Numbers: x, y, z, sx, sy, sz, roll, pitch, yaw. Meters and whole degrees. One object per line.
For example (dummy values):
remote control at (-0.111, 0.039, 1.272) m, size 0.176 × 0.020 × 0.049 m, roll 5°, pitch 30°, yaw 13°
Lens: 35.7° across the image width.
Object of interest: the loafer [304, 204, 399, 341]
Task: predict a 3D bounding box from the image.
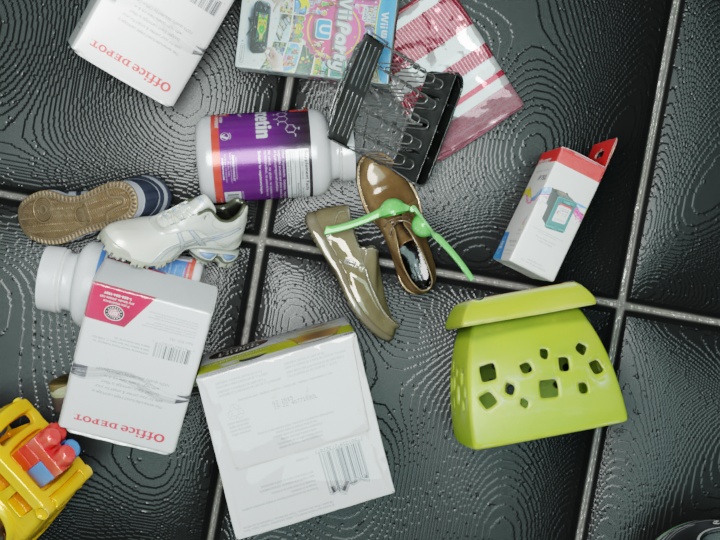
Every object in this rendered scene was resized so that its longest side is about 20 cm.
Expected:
loafer at (0.000, 0.000, 1.464) m, size 0.067 × 0.076 × 0.201 m, roll -31°, pitch 94°, yaw 4°

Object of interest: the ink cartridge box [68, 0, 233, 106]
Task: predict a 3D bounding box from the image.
ink cartridge box at (-0.253, -0.330, 1.397) m, size 0.145 × 0.084 × 0.201 m, roll 29°, pitch 97°, yaw -25°

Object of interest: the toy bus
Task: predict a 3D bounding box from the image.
toy bus at (-0.431, 0.227, 1.374) m, size 0.200 × 0.136 × 0.192 m, roll 48°, pitch 122°, yaw -3°

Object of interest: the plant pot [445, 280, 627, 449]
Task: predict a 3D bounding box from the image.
plant pot at (0.209, 0.116, 1.428) m, size 0.198 × 0.200 × 0.183 m, roll -9°, pitch 87°, yaw -3°

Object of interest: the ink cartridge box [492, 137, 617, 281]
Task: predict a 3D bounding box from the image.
ink cartridge box at (0.253, -0.090, 1.458) m, size 0.067 × 0.116 × 0.201 m, roll 25°, pitch 90°, yaw -4°

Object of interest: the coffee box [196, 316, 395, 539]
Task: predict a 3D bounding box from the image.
coffee box at (-0.083, 0.187, 1.403) m, size 0.199 × 0.198 × 0.201 m, roll -15°, pitch 96°, yaw -4°

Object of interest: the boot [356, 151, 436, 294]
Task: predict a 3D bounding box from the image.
boot at (0.052, -0.064, 1.466) m, size 0.073 × 0.075 × 0.201 m, roll -23°, pitch 92°, yaw 0°

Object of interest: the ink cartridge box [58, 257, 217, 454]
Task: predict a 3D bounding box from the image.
ink cartridge box at (-0.267, 0.105, 1.352) m, size 0.144 × 0.083 × 0.201 m, roll 15°, pitch 111°, yaw -8°

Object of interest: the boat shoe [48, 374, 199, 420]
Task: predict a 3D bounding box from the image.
boat shoe at (-0.301, 0.162, 1.456) m, size 0.199 × 0.073 × 0.065 m, roll -3°, pitch 104°, yaw -1°

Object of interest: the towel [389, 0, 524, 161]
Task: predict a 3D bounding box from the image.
towel at (0.108, -0.265, 1.488) m, size 0.144 × 0.023 × 0.201 m, roll -33°, pitch 94°, yaw -3°

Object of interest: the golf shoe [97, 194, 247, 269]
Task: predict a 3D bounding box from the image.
golf shoe at (-0.225, -0.058, 1.367) m, size 0.078 × 0.199 × 0.097 m, roll 48°, pitch 124°, yaw 30°

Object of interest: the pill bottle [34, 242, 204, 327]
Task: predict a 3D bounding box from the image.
pill bottle at (-0.304, 0.025, 1.424) m, size 0.199 × 0.112 × 0.113 m, roll 9°, pitch 92°, yaw -4°

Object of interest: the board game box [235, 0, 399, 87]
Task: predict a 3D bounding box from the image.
board game box at (-0.052, -0.321, 1.442) m, size 0.199 × 0.064 × 0.149 m, roll 7°, pitch 93°, yaw 2°

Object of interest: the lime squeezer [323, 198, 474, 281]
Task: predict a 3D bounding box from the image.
lime squeezer at (0.059, -0.050, 1.415) m, size 0.199 × 0.038 × 0.071 m, roll 18°, pitch 71°, yaw -2°

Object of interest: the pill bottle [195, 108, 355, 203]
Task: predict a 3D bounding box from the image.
pill bottle at (-0.108, -0.148, 1.432) m, size 0.199 × 0.112 × 0.113 m, roll -5°, pitch 93°, yaw -4°

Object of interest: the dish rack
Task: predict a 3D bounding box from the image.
dish rack at (0.040, -0.201, 1.390) m, size 0.054 × 0.200 × 0.154 m, roll 20°, pitch 91°, yaw 34°

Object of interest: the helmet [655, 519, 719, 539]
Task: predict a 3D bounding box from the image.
helmet at (0.449, 0.423, 1.457) m, size 0.199 × 0.191 × 0.201 m, roll 12°, pitch 124°, yaw 18°

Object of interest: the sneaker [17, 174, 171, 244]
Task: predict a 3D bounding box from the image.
sneaker at (-0.338, -0.080, 1.447) m, size 0.199 × 0.108 × 0.071 m, roll -7°, pitch 96°, yaw 26°
